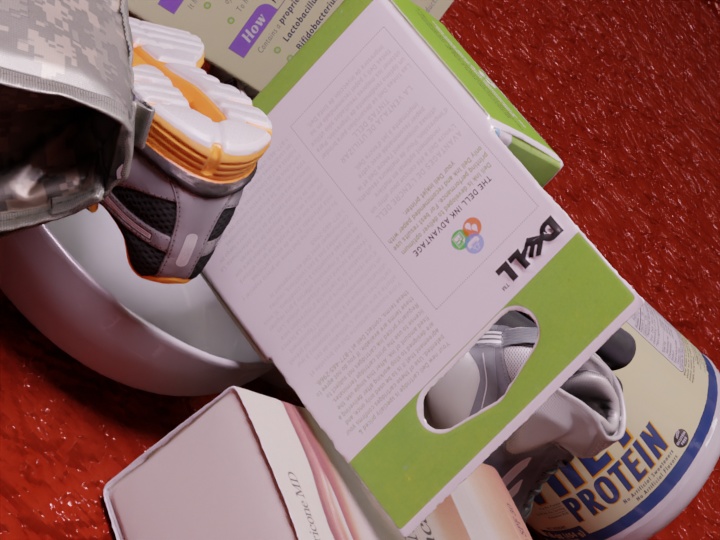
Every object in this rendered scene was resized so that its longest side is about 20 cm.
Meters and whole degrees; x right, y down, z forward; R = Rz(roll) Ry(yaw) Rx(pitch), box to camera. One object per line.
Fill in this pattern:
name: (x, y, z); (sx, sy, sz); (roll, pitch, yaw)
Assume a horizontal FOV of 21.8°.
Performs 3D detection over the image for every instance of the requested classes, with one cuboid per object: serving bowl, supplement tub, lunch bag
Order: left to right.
lunch bag: (-0.185, -0.090, 0.725); (0.199, 0.118, 0.164); (4, 39, -14)
serving bowl: (-0.120, -0.017, 0.884); (0.200, 0.066, 0.200); (41, 23, -22)
supplement tub: (0.100, 0.056, 1.079); (0.200, 0.145, 0.145); (40, 24, -22)

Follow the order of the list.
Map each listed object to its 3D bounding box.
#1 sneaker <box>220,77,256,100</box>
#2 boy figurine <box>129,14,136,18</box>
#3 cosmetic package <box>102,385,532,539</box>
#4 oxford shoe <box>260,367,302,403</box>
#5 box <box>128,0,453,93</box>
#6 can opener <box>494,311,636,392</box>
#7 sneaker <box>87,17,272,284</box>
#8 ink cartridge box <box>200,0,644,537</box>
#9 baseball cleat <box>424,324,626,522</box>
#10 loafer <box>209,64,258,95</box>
sneaker: (-0.038, -0.050, 1.076); (0.200, 0.080, 0.076); (21, 34, -53)
boy figurine: (-0.139, -0.185, 1.122); (0.125, 0.064, 0.200); (60, 21, 14)
cosmetic package: (-0.006, 0.131, 0.836); (0.200, 0.087, 0.104); (21, 37, -50)
oxford shoe: (0.000, 0.000, 1.019); (0.058, 0.075, 0.200); (57, 47, -23)
box: (-0.043, -0.199, 0.993); (0.200, 0.176, 0.097); (30, 16, -27)
can opener: (0.050, 0.012, 0.962); (0.200, 0.067, 0.053); (33, 62, -24)
sneaker: (-0.103, -0.064, 0.818); (0.078, 0.077, 0.200); (8, 22, -25)
ink cartridge box: (0.025, -0.003, 0.817); (0.200, 0.148, 0.076); (52, 17, 27)
baseball cleat: (0.086, 0.097, 0.957); (0.200, 0.106, 0.070); (69, 25, -53)
loafer: (-0.017, -0.097, 1.210); (0.200, 0.072, 0.063); (18, 31, -48)
